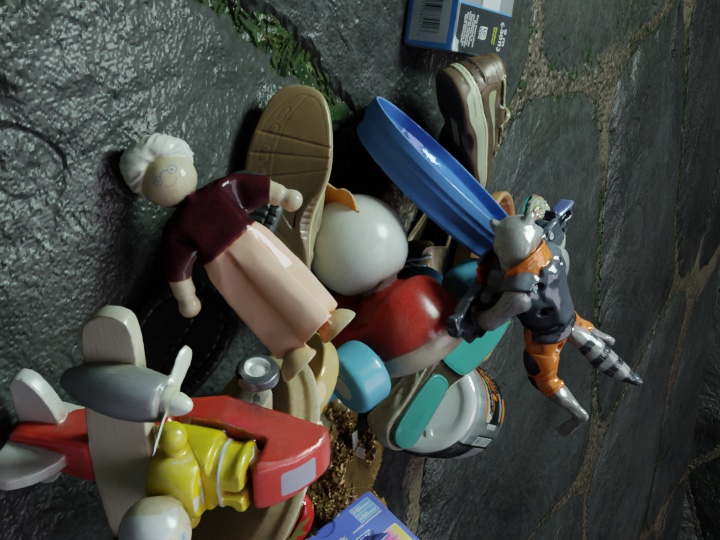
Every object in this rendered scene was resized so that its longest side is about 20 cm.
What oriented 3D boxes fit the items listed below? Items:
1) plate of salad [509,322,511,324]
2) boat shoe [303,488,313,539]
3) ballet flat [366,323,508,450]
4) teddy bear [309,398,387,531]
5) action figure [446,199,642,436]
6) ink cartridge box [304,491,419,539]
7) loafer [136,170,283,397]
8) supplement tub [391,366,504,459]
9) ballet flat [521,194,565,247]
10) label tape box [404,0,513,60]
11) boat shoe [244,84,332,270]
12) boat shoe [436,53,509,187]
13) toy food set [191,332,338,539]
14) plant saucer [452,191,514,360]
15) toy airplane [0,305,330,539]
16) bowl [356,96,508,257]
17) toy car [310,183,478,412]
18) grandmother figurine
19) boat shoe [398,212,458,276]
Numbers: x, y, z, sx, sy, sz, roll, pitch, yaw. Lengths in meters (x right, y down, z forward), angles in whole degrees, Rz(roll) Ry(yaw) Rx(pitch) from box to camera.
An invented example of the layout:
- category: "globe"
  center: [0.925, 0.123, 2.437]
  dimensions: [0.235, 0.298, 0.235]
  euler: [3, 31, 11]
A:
- category: "plate of salad"
  center: [0.169, 0.023, 1.237]
  dimensions: [0.200, 0.048, 0.201]
  euler: [-32, 129, -50]
- category: "boat shoe"
  center: [-0.085, 0.254, 0.882]
  dimensions: [0.075, 0.075, 0.203]
  euler: [-5, 106, -59]
- category: "ballet flat"
  center: [0.077, 0.098, 0.976]
  dimensions: [0.200, 0.062, 0.067]
  euler: [-49, 128, -9]
- category: "teddy bear"
  center: [-0.029, 0.207, 0.982]
  dimensions: [0.145, 0.067, 0.200]
  euler: [-63, 142, -39]
- category: "action figure"
  center: [0.179, 0.019, 0.831]
  dimensions: [0.200, 0.104, 0.194]
  euler: [-51, 120, -28]
- category: "ink cartridge box"
  center: [-0.026, 0.305, 0.883]
  dimensions: [0.136, 0.076, 0.200]
  euler: [-30, 147, -39]
- category: "loafer"
  center: [-0.117, 0.020, 0.729]
  dimensions: [0.200, 0.073, 0.071]
  euler: [-59, 178, -7]
- category: "supplement tub"
  center: [0.101, 0.161, 1.095]
  dimensions: [0.200, 0.122, 0.123]
  euler: [32, 75, -68]
- category: "ballet flat"
  center: [0.214, -0.025, 1.125]
  dimensions: [0.200, 0.064, 0.076]
  euler: [-60, 152, -48]
- category: "label tape box"
  center: [0.130, -0.309, 1.014]
  dimensions: [0.200, 0.063, 0.145]
  euler: [-12, 114, -57]
- category: "boat shoe"
  center: [-0.067, -0.059, 0.801]
  dimensions: [0.065, 0.071, 0.201]
  euler: [-114, -147, -81]
- category: "boat shoe"
  center: [0.134, -0.155, 1.016]
  dimensions: [0.075, 0.075, 0.202]
  euler: [-32, 153, -11]
- category: "toy food set"
  center: [-0.084, 0.157, 0.750]
  dimensions: [0.049, 0.198, 0.200]
  euler: [24, 41, -29]
- category: "plant saucer"
  center: [0.143, 0.005, 1.084]
  dimensions: [0.200, 0.037, 0.201]
  euler: [9, 90, -71]
- category: "toy airplane"
  center: [-0.145, 0.131, 0.605]
  dimensions: [0.200, 0.199, 0.141]
  euler: [39, 23, -31]
- category: "bowl"
  center: [0.075, -0.088, 0.906]
  dimensions: [0.039, 0.201, 0.201]
  euler: [-45, 153, 14]
- category: "toy car"
  center: [0.000, 0.000, 0.877]
  dimensions: [0.184, 0.177, 0.200]
  euler: [-33, 100, -25]
- category: "grandmother figurine"
  center: [-0.093, -0.021, 0.669]
  dimensions: [0.121, 0.200, 0.061]
  euler: [-46, -175, -19]
- category: "boat shoe"
  center: [0.065, -0.004, 1.040]
  dimensions: [0.072, 0.072, 0.200]
  euler: [63, 40, -43]
